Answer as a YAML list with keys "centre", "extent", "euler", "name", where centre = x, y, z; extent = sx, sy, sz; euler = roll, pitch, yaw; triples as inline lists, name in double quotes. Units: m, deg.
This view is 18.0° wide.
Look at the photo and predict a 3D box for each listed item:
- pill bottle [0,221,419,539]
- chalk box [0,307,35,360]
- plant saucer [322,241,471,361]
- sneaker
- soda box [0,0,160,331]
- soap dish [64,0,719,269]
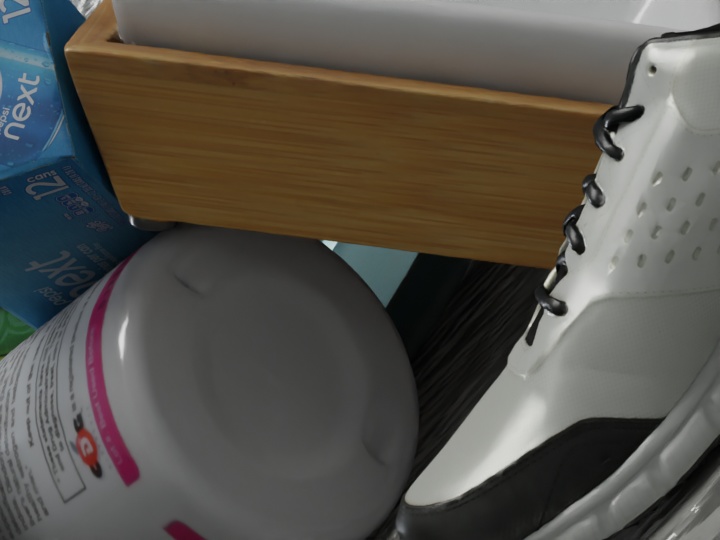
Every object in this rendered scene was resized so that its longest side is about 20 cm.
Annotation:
- centre: [-0.080, 0.070, 0.760]
  extent: [0.200, 0.113, 0.114]
  euler: [-34, 14, 45]
  name: "pill bottle"
- centre: [-0.171, 0.057, 0.917]
  extent: [0.198, 0.126, 0.124]
  euler: [-11, 9, -3]
  name: "chalk box"
- centre: [0.000, 0.000, 0.871]
  extent: [0.201, 0.027, 0.201]
  euler: [-51, 17, 22]
  name: "plant saucer"
- centre: [0.074, -0.009, 0.553]
  extent: [0.200, 0.080, 0.074]
  euler: [-46, 11, -1]
  name: "sneaker"
- centre: [-0.097, -0.027, 0.753]
  extent: [0.064, 0.068, 0.200]
  euler: [-17, -18, 6]
  name: "soda box"
- centre: [0.019, -0.060, 0.716]
  extent: [0.158, 0.198, 0.082]
  euler: [-73, -10, -70]
  name: "soap dish"
